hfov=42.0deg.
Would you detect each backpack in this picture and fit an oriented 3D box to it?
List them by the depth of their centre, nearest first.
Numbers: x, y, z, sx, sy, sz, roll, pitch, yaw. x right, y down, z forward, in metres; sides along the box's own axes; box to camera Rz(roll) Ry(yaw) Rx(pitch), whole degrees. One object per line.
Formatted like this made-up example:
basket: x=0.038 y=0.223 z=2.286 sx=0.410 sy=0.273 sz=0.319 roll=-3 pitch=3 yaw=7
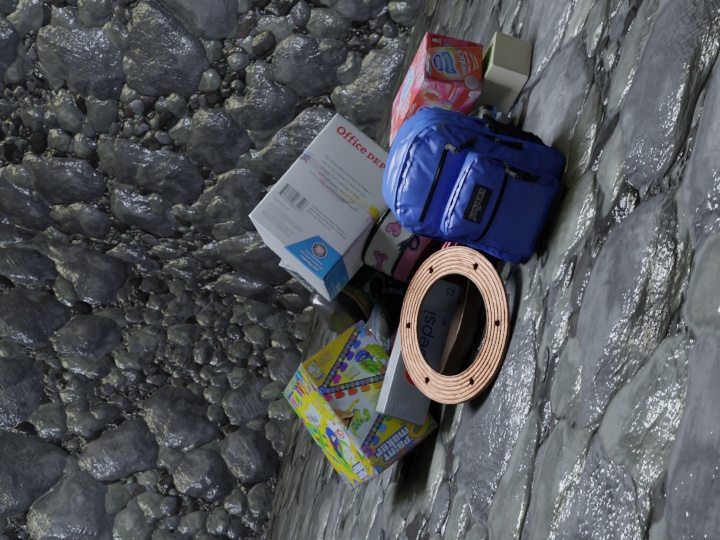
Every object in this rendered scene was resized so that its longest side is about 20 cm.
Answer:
backpack: x=0.133 y=-0.110 z=1.143 sx=0.168 sy=0.196 sz=0.165 roll=-111 pitch=39 yaw=-73

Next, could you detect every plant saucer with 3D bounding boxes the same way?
plant saucer: x=0.137 y=0.076 z=1.362 sx=0.200 sy=0.036 sz=0.204 roll=-162 pitch=89 yaw=-83

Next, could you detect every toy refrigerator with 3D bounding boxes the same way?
toy refrigerator: x=0.205 y=-0.282 z=1.518 sx=0.201 sy=0.069 sz=0.077 roll=116 pitch=169 yaw=-56

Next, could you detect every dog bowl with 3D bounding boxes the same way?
dog bowl: x=0.091 y=-0.068 z=1.362 sx=0.201 sy=0.073 sz=0.201 roll=-49 pitch=-12 yaw=-13

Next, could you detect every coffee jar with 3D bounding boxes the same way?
coffee jar: x=0.000 y=0.000 z=1.480 sx=0.202 sy=0.084 sz=0.105 roll=-60 pitch=-30 yaw=-20

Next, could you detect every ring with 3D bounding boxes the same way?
ring: x=0.122 y=0.071 z=1.214 sx=0.199 sy=0.019 sz=0.205 roll=-14 pitch=72 yaw=50

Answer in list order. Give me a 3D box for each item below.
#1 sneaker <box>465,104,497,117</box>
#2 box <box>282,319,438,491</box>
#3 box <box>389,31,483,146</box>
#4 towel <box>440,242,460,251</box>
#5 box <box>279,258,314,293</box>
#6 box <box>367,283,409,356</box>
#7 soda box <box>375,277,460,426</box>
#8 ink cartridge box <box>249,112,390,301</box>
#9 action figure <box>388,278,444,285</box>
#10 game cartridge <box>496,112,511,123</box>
sneaker: x=0.128 y=-0.205 z=1.439 sx=0.198 sy=0.082 sz=0.072 roll=-17 pitch=46 yaw=48
box: x=-0.007 y=0.212 z=1.434 sx=0.121 sy=0.194 sz=0.200 roll=-33 pitch=-8 yaw=-21
box: x=0.121 y=-0.281 z=1.523 sx=0.201 sy=0.098 sz=0.097 roll=119 pitch=158 yaw=-61
towel: x=0.164 y=-0.094 z=1.313 sx=0.202 sy=0.023 sz=0.144 roll=-61 pitch=-7 yaw=13
box: x=-0.040 y=-0.036 z=1.526 sx=0.161 sy=0.045 sz=0.200 roll=-65 pitch=-29 yaw=-11
box: x=0.044 y=0.102 z=1.533 sx=0.199 sy=0.043 sz=0.164 roll=-174 pitch=93 yaw=-68
soda box: x=0.081 y=0.111 z=1.321 sx=0.068 sy=0.062 sz=0.204 roll=147 pitch=140 yaw=-81
ink cartridge box: x=-0.036 y=-0.088 z=1.362 sx=0.201 sy=0.147 sz=0.145 roll=-48 pitch=-12 yaw=-8
action figure: x=0.121 y=-0.010 z=1.585 sx=0.199 sy=0.103 sz=0.198 roll=3 pitch=83 yaw=61
game cartridge: x=0.155 y=-0.165 z=1.479 sx=0.199 sy=0.041 sz=0.135 roll=-26 pitch=45 yaw=44
